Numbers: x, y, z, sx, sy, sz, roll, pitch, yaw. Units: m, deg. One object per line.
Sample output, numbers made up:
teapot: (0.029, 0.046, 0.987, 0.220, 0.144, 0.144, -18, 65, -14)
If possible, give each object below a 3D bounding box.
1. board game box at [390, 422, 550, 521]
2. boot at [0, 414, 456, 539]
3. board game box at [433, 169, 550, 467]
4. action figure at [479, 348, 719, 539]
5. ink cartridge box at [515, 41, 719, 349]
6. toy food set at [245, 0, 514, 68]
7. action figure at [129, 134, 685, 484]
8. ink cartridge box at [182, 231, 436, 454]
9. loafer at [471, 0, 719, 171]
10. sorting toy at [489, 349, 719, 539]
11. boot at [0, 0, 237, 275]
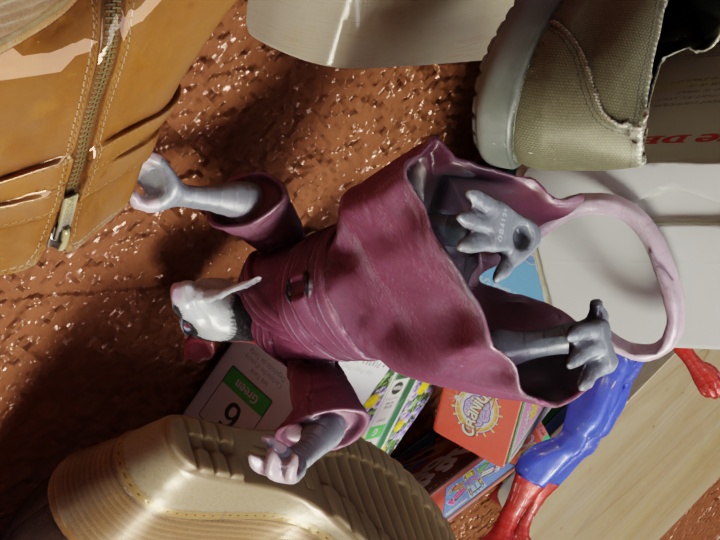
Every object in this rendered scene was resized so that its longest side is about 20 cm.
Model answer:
board game box: (-0.006, 0.133, 1.010, 0.200, 0.019, 0.103, -34, -169, -26)
boot: (-0.072, 0.131, 0.874, 0.166, 0.072, 0.200, -38, 138, 28)
board game box: (0.111, -0.023, 0.974, 0.200, 0.040, 0.153, -45, 155, -44)
action figure: (0.141, 0.061, 0.960, 0.200, 0.099, 0.065, -67, 164, 4)
ink cartridge box: (0.177, -0.043, 0.852, 0.200, 0.145, 0.083, -36, 118, -47)
toy food set: (0.052, -0.158, 0.783, 0.200, 0.060, 0.144, -9, 126, -39)
action figure: (0.000, 0.000, 0.795, 0.149, 0.200, 0.134, -21, 99, -42)
ink cartridge box: (-0.037, 0.084, 0.942, 0.200, 0.050, 0.109, -56, 151, 8)
loafer: (0.111, -0.111, 0.736, 0.200, 0.070, 0.075, -61, 160, -19)
sorting toy: (0.153, 0.085, 1.184, 0.200, 0.070, 0.199, -44, 150, -11)
boot: (-0.072, -0.082, 0.687, 0.200, 0.074, 0.155, -16, 137, -26)
